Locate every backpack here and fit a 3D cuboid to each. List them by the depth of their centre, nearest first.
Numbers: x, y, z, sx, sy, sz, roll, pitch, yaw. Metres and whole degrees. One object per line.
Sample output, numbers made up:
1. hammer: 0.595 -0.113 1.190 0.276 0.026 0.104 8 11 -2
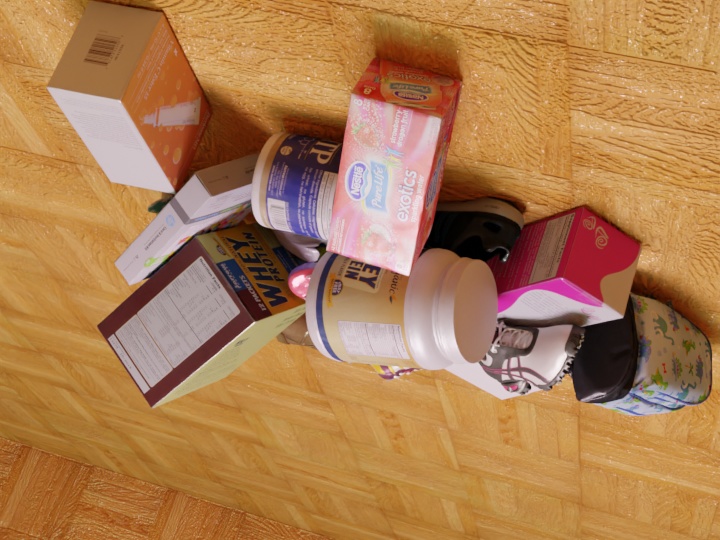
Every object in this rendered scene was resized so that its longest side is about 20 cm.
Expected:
1. backpack: 0.358 0.113 1.641 0.153 0.164 0.200 -10 152 26

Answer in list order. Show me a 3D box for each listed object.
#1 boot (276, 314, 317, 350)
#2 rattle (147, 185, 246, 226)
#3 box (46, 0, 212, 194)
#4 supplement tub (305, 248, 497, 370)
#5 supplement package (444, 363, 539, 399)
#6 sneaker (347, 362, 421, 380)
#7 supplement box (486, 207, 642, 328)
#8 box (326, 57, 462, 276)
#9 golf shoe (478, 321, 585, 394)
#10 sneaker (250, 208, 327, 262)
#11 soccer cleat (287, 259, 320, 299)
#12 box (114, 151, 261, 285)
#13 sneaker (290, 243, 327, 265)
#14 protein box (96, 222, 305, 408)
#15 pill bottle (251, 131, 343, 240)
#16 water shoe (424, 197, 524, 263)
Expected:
1. boot: -0.042 0.094 2.054 0.199 0.066 0.175 14 165 14
2. rattle: -0.218 -0.077 1.749 0.142 0.131 0.200 24 151 -2
3. box: -0.263 -0.197 1.500 0.097 0.125 0.200 12 156 18
4. supplement tub: 0.050 0.043 1.546 0.199 0.145 0.144 3 152 30
5. supplement package: 0.164 0.075 1.753 0.200 0.120 0.121 30 154 -20
6. sneaker: 0.075 0.131 1.969 0.199 0.091 0.075 19 -165 21
7. supplement box: 0.231 0.008 1.573 0.101 0.104 0.200 31 157 -23
8. box: 0.034 -0.110 1.375 0.102 0.095 0.201 18 126 9
9. golf shoe: 0.201 0.102 1.586 0.088 0.077 0.200 31 155 -11
10. sneaker: -0.046 -0.061 1.694 0.199 0.075 0.115 14 158 27
11. soccer cleat: 0.000 0.000 1.691 0.199 0.077 0.067 -5 132 -12
12. box: -0.200 -0.068 1.624 0.200 0.156 0.041 -40 81 36
13. sneaker: -0.056 -0.017 1.799 0.199 0.071 0.083 9 153 23
14. protein box: -0.197 0.054 1.707 0.200 0.198 0.135 -39 82 23
15. pill bottle: -0.018 -0.091 1.539 0.199 0.120 0.120 13 156 17
16. water shoe: 0.114 -0.038 1.596 0.071 0.079 0.200 33 154 -28
